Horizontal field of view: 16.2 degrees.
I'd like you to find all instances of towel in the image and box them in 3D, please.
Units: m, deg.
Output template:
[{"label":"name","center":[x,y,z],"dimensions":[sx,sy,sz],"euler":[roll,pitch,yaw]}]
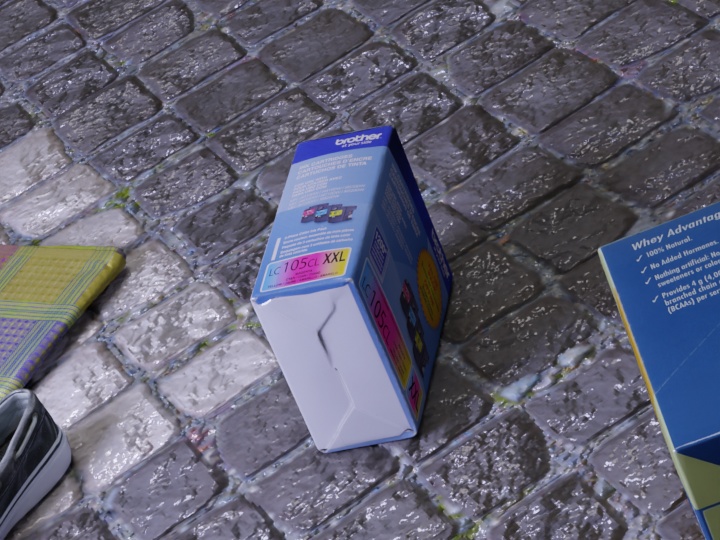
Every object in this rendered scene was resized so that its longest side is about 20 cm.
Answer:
[{"label":"towel","center":[-0.272,0.046,1.887],"dimensions":[0.143,0.023,0.200],"euler":[3,43,35]}]

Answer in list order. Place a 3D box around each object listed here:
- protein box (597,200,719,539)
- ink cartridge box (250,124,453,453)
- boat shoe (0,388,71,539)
[{"label":"protein box","center":[0.262,0.055,1.424],"dimensions":[0.198,0.135,0.200],"euler":[-21,33,6]},{"label":"ink cartridge box","center":[0.000,0.000,1.669],"dimensions":[0.076,0.137,0.200],"euler":[-10,36,18]},{"label":"boat shoe","center":[-0.272,0.158,1.683],"dimensions":[0.072,0.071,0.200],"euler":[3,43,35]}]
